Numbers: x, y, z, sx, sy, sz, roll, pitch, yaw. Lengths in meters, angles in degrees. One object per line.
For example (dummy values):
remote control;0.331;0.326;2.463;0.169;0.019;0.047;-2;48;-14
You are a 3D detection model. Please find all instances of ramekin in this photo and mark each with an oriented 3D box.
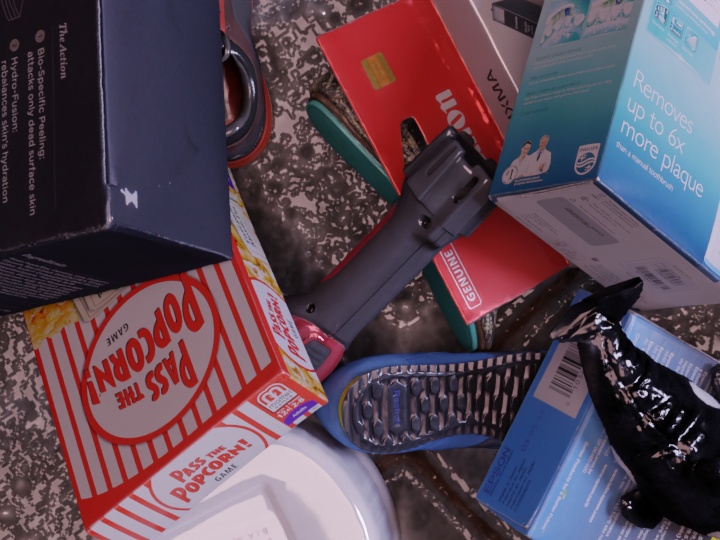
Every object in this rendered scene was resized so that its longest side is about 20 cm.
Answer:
ramekin;-0.073;0.179;1.049;0.198;0.098;0.203;0;89;0

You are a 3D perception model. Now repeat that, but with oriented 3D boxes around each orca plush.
orca plush;0.192;0.090;0.971;0.105;0.071;0.201;-34;116;-18

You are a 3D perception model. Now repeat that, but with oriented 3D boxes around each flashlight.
flashlight;0.000;0.000;1.006;0.200;0.068;0.068;-46;77;15

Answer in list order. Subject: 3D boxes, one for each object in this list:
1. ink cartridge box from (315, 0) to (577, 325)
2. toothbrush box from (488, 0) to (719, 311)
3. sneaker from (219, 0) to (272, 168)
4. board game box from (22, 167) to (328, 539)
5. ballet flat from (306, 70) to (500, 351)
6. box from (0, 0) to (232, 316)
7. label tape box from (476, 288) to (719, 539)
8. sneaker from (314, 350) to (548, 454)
ink cartridge box;0.094;-0.094;1.045;0.175;0.045;0.202;-28;89;-28
toothbrush box;0.171;-0.099;0.986;0.146;0.085;0.202;34;62;-35
sneaker;-0.099;-0.166;1.063;0.076;0.082;0.202;-19;89;0
board game box;-0.117;0.040;1.005;0.151;0.046;0.201;-39;48;14
ballet flat;0.046;-0.049;1.073;0.075;0.068;0.201;-33;87;-15
box;-0.187;-0.090;0.988;0.198;0.117;0.199;-12;74;30
label tape box;0.186;0.121;1.054;0.199;0.063;0.145;28;89;-32
sneaker;0.066;0.079;1.071;0.198;0.078;0.067;1;94;-19
